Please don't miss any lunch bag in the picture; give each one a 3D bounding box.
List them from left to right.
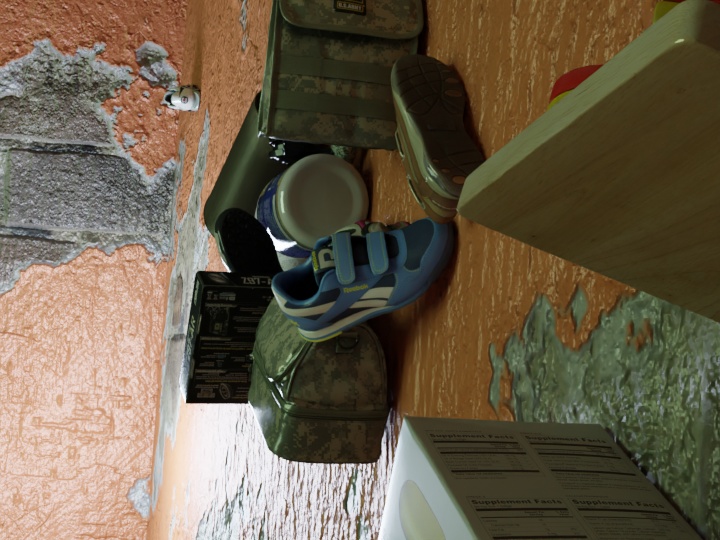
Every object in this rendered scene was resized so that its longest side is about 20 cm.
[{"bbox_3d":[-0.046,0.101,1.232,0.200,0.138,0.170,-128,48,-67],"label":"lunch bag"},{"bbox_3d":[-0.022,-0.239,1.206,0.118,0.162,0.203,-153,68,-78],"label":"lunch bag"}]

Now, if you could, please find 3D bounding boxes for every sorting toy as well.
[{"bbox_3d":[0.172,-0.048,0.477,0.200,0.197,0.070,143,146,-68],"label":"sorting toy"}]

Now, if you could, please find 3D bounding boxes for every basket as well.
[{"bbox_3d":[-0.132,-0.154,1.602,0.181,0.135,0.201,-53,-7,-52],"label":"basket"}]

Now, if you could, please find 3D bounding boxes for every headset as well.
[{"bbox_3d":[-0.075,-0.190,1.402,0.201,0.093,0.125,90,173,-64],"label":"headset"}]

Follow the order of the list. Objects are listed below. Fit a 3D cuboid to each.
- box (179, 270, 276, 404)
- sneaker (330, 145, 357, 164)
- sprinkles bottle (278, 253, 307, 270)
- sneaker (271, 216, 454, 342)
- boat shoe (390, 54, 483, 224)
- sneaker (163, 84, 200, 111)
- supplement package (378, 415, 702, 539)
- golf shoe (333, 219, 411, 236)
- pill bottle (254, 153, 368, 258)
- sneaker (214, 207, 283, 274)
[{"bbox_3d":[-0.114,0.085,1.350,0.044,0.198,0.162,-129,45,-58],"label":"box"},{"bbox_3d":[-0.033,-0.214,1.407,0.089,0.076,0.202,96,171,-48],"label":"sneaker"},{"bbox_3d":[-0.092,0.009,1.526,0.068,0.067,0.202,126,145,-59],"label":"sprinkles bottle"},{"bbox_3d":[0.000,0.000,1.076,0.199,0.082,0.074,-30,40,19],"label":"sneaker"},{"bbox_3d":[0.063,-0.129,1.052,0.072,0.075,0.202,110,159,-46],"label":"boat shoe"},{"bbox_3d":[-0.482,-0.464,2.921,0.200,0.087,0.075,-155,69,-74],"label":"sneaker"},{"bbox_3d":[0.108,0.205,0.671,0.200,0.149,0.154,-124,42,-65],"label":"supplement package"},{"bbox_3d":[-0.008,-0.024,1.223,0.200,0.091,0.074,161,110,-73],"label":"golf shoe"},{"bbox_3d":[-0.070,-0.076,1.400,0.200,0.114,0.117,165,109,-72],"label":"pill bottle"},{"bbox_3d":[-0.136,0.015,1.404,0.082,0.072,0.201,-5,119,56],"label":"sneaker"}]
